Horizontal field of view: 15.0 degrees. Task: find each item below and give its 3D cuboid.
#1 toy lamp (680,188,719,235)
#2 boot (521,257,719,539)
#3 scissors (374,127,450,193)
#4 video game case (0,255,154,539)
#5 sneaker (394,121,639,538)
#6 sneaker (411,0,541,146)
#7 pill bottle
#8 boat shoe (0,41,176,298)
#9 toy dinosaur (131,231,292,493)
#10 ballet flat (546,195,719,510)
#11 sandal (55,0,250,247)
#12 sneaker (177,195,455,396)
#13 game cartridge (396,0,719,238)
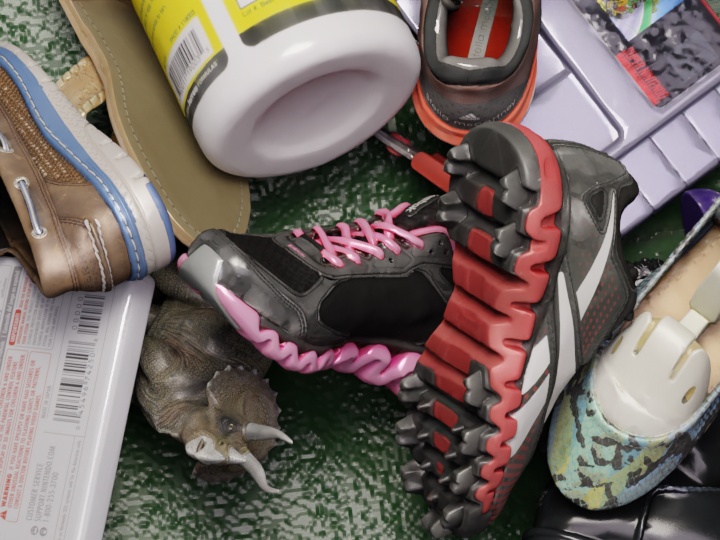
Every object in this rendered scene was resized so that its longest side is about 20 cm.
[{"bbox_3d":[0.259,-0.046,1.335,0.200,0.058,0.058,-20,81,-8],"label":"toy lamp"},{"bbox_3d":[0.175,0.093,1.301,0.198,0.073,0.163,18,73,-2],"label":"boot"},{"bbox_3d":[0.030,-0.054,1.328,0.200,0.073,0.014,35,105,31],"label":"scissors"},{"bbox_3d":[-0.193,0.090,1.254,0.182,0.023,0.201,5,78,28],"label":"video game case"},{"bbox_3d":[0.076,0.029,1.230,0.098,0.071,0.201,-3,114,-34],"label":"sneaker"},{"bbox_3d":[0.064,-0.162,1.295,0.077,0.082,0.201,1,70,2],"label":"sneaker"},{"bbox_3d":[-0.059,-0.153,1.293,0.112,0.113,0.200,-22,67,-8],"label":"pill bottle"},{"bbox_3d":[-0.164,-0.048,1.248,0.072,0.200,0.072,-26,124,-23],"label":"boat shoe"},{"bbox_3d":[-0.078,0.030,1.297,0.102,0.077,0.200,10,48,-3],"label":"toy dinosaur"},{"bbox_3d":[0.153,0.020,1.249,0.074,0.074,0.200,36,78,3],"label":"ballet flat"},{"bbox_3d":[-0.120,-0.076,1.309,0.070,0.078,0.212,-41,59,30],"label":"sandal"},{"bbox_3d":[0.000,0.000,1.243,0.079,0.200,0.095,43,106,36],"label":"sneaker"},{"bbox_3d":[0.102,-0.119,1.351,0.130,0.038,0.200,-37,84,-5],"label":"game cartridge"}]
